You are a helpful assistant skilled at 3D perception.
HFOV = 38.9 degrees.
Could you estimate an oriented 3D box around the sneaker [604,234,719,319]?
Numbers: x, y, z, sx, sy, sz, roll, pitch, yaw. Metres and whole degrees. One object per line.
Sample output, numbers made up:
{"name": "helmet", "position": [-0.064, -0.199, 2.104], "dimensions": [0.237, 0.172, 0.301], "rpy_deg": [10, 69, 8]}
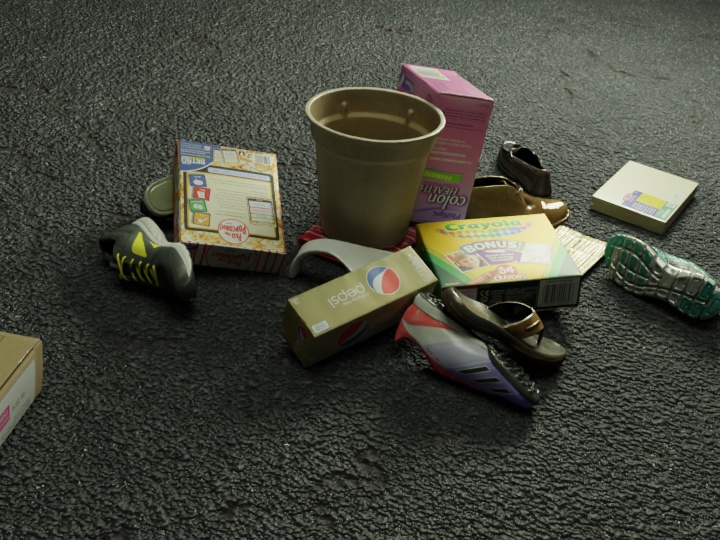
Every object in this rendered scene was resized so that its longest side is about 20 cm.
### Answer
{"name": "sneaker", "position": [0.450, 0.009, 1.496], "dimensions": [0.199, 0.078, 0.091], "rpy_deg": [36, 25, 33]}

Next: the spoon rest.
{"name": "spoon rest", "position": [0.000, 0.000, 1.394], "dimensions": [0.197, 0.061, 0.100], "rpy_deg": [12, 40, 11]}

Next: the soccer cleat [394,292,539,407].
{"name": "soccer cleat", "position": [0.131, 0.112, 1.255], "dimensions": [0.199, 0.074, 0.068], "rpy_deg": [39, 10, 18]}

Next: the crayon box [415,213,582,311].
{"name": "crayon box", "position": [0.190, -0.010, 1.442], "dimensions": [0.197, 0.059, 0.173], "rpy_deg": [-5, 34, -8]}

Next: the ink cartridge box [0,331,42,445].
{"name": "ink cartridge box", "position": [-0.446, 0.137, 1.054], "dimensions": [0.162, 0.076, 0.201], "rpy_deg": [12, 30, 4]}

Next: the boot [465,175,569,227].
{"name": "boot", "position": [0.248, -0.107, 1.621], "dimensions": [0.197, 0.076, 0.074], "rpy_deg": [-2, 30, -18]}

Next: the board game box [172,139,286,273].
{"name": "board game box", "position": [-0.189, -0.093, 1.448], "dimensions": [0.149, 0.047, 0.202], "rpy_deg": [7, 48, -18]}

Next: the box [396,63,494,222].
{"name": "box", "position": [0.112, -0.199, 1.591], "dimensions": [0.095, 0.202, 0.176], "rpy_deg": [4, 24, -18]}

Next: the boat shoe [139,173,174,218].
{"name": "boat shoe", "position": [-0.247, -0.121, 1.542], "dimensions": [0.198, 0.075, 0.066], "rpy_deg": [-30, 3, -36]}

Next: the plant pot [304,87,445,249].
{"name": "plant pot", "position": [0.013, -0.142, 1.470], "dimensions": [0.197, 0.186, 0.201], "rpy_deg": [4, 31, -3]}

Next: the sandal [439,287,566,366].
{"name": "sandal", "position": [0.188, 0.062, 1.278], "dimensions": [0.199, 0.055, 0.082], "rpy_deg": [29, 13, -21]}

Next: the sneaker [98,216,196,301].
{"name": "sneaker", "position": [-0.281, -0.004, 1.343], "dimensions": [0.084, 0.075, 0.199], "rpy_deg": [-19, 31, -28]}

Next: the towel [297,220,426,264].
{"name": "towel", "position": [0.012, -0.056, 1.533], "dimensions": [0.143, 0.023, 0.200], "rpy_deg": [21, 33, 21]}

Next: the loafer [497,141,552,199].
{"name": "loafer", "position": [0.292, -0.185, 1.769], "dimensions": [0.071, 0.064, 0.201], "rpy_deg": [1, 31, -12]}

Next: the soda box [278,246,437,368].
{"name": "soda box", "position": [-0.001, 0.044, 1.282], "dimensions": [0.198, 0.068, 0.064], "rpy_deg": [-23, 61, -31]}

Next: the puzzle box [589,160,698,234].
{"name": "puzzle box", "position": [0.491, -0.129, 1.761], "dimensions": [0.132, 0.026, 0.200], "rpy_deg": [24, 35, 24]}

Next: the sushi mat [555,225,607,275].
{"name": "sushi mat", "position": [0.302, -0.017, 1.542], "dimensions": [0.095, 0.012, 0.199], "rpy_deg": [26, 35, 25]}
